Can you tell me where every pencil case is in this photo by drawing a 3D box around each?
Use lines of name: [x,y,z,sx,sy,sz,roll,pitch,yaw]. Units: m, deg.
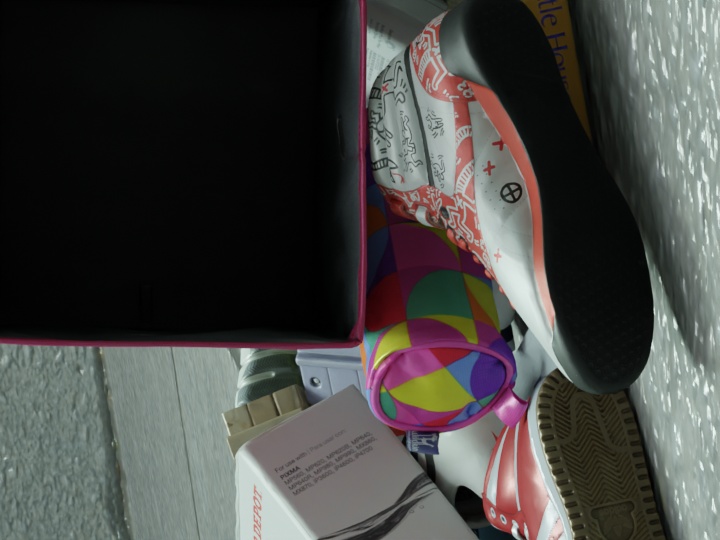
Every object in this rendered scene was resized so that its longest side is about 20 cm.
pencil case: [0.033,-0.001,1.389,0.089,0.088,0.201,90,173,-48]

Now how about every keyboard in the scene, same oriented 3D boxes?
keyboard: [0.101,0.061,1.456,0.200,0.011,0.057,108,154,-69]

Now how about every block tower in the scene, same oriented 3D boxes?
block tower: [-0.037,0.119,1.702,0.200,0.058,0.054,44,-154,-76]

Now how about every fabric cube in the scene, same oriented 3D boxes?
fabric cube: [-0.103,-0.060,1.360,0.199,0.195,0.201,-178,89,-84]

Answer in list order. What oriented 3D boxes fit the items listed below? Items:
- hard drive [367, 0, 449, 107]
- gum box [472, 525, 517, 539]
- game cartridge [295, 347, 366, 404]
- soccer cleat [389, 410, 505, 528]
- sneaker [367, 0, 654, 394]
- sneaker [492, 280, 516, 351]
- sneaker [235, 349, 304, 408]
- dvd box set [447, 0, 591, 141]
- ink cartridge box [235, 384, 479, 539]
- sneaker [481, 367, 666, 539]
hard drive: [-0.031,-0.156,1.504,0.199,0.026,0.132,30,157,6]
gum box: [0.116,0.224,1.495,0.200,0.044,0.171,-130,30,-68]
game cartridge: [0.011,-0.003,1.560,0.038,0.129,0.201,-48,-45,-48]
soccer cleat: [0.050,0.113,1.506,0.086,0.068,0.200,63,163,5]
sneaker: [0.069,-0.026,1.260,0.108,0.067,0.202,-29,80,54]
sneaker: [0.000,0.000,1.511,0.076,0.199,0.081,-39,-46,-63]
sneaker: [-0.057,0.067,1.878,0.116,0.075,0.201,103,163,-75]
dvd box set: [0.080,-0.109,1.336,0.146,0.029,0.201,-145,43,-74]
ink cartridge box: [0.016,0.187,1.477,0.200,0.083,0.145,49,156,26]
sneaker: [0.116,0.156,1.354,0.112,0.071,0.201,132,132,-71]
